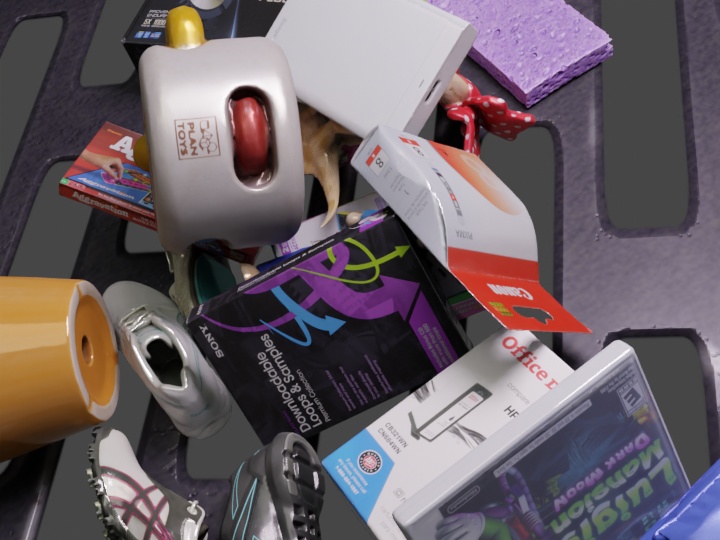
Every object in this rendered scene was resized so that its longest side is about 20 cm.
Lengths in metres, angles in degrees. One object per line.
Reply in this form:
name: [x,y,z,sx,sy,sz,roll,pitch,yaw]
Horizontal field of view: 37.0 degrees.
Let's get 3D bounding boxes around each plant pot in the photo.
plant pot: [-0.319,0.085,0.945,0.182,0.201,0.201,-10,53,4]

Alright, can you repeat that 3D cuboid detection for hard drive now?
hard drive: [-0.002,-0.201,0.987,0.200,0.026,0.132,35,97,34]

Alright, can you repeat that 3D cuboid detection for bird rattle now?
bird rattle: [0.078,-0.199,1.065,0.113,0.199,0.163,-53,16,15]

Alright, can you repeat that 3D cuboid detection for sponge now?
sponge: [0.164,-0.262,1.155,0.111,0.030,0.200,-33,54,-8]

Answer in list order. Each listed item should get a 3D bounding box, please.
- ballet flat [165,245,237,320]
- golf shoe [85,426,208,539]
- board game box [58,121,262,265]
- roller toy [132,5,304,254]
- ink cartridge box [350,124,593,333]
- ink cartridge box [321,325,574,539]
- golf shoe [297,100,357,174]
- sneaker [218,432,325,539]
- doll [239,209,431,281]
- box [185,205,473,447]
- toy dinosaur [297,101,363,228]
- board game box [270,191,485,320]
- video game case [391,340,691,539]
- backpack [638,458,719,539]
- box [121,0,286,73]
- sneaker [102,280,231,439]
ballet flat: [-0.159,0.001,1.052,0.062,0.067,0.201,-37,44,26]
golf shoe: [-0.173,0.210,0.894,0.088,0.077,0.201,-18,51,-14]
board game box: [-0.180,-0.077,1.051,0.199,0.020,0.103,20,44,2]
roller toy: [-0.130,-0.111,0.947,0.139,0.201,0.183,-7,47,-12]
ink cartridge box: [0.103,-0.033,0.880,0.200,0.162,0.050,46,112,29]
ink cartridge box: [0.094,0.153,0.835,0.200,0.085,0.146,-36,45,-10]
golf shoe: [-0.102,-0.139,1.125,0.199,0.076,0.092,-8,45,1]
sneaker: [-0.067,0.232,0.856,0.079,0.075,0.201,-24,48,24]
doll: [0.000,0.000,0.951,0.199,0.049,0.137,-19,53,-5]
box: [-0.025,0.053,0.896,0.199,0.143,0.036,-27,17,13]
toy dinosaur: [-0.033,-0.123,1.039,0.101,0.058,0.201,-33,57,7]
board game box: [0.027,-0.006,1.004,0.199,0.040,0.154,-22,52,0]
video game case: [0.140,0.175,0.759,0.200,0.182,0.023,-35,30,-10]
backpack: [0.278,0.224,0.689,0.162,0.168,0.200,-42,64,-6]
box: [-0.141,-0.280,1.220,0.199,0.086,0.164,9,58,22]
sneaker: [-0.187,0.064,0.993,0.070,0.080,0.200,-38,52,-10]
